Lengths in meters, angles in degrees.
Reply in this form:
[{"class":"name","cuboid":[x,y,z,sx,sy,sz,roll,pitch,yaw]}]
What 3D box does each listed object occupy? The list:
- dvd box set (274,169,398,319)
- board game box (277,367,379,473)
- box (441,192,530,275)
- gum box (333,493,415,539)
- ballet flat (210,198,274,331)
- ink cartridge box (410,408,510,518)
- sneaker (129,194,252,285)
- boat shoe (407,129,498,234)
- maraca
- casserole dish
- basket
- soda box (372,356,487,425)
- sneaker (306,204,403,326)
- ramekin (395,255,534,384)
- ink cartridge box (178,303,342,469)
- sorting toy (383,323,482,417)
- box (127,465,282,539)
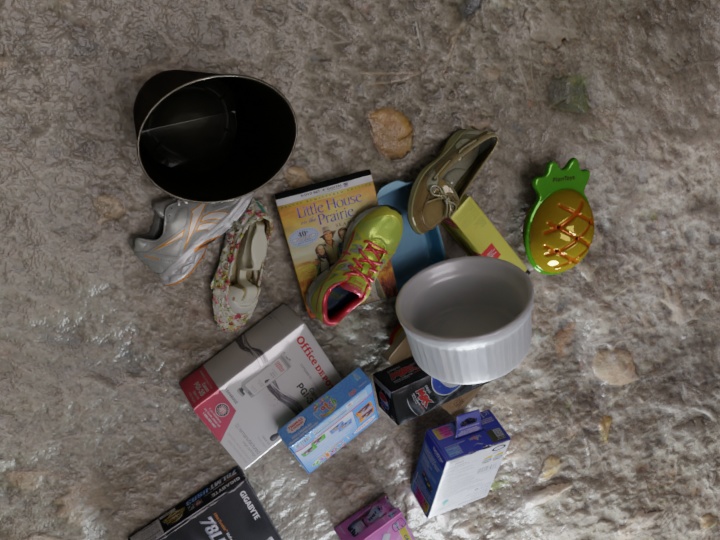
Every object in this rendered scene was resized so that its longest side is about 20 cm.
[{"class":"dvd box set","cuboid":[-0.032,-0.036,1.093,0.145,0.029,0.201,-14,116,-3]},{"class":"board game box","cuboid":[-0.043,0.237,1.144,0.151,0.037,0.200,-37,156,-12]},{"class":"box","cuboid":[0.196,-0.049,1.211,0.050,0.075,0.200,-47,124,-5]},{"class":"gum box","cuboid":[0.042,0.508,1.334,0.113,0.066,0.201,-31,120,-14]},{"class":"ballet flat","cuboid":[-0.164,0.000,1.037,0.075,0.064,0.201,-3,110,-38]},{"class":"ink cartridge box","cuboid":[0.177,0.330,1.301,0.136,0.076,0.201,-12,135,-25]},{"class":"sneaker","cuboid":[-0.221,-0.079,0.978,0.092,0.076,0.200,42,85,-28]},{"class":"boat shoe","cuboid":[0.140,-0.138,1.123,0.201,0.063,0.073,-53,128,-25]},{"class":"maraca","cuboid":[0.336,-0.089,1.252,0.136,0.107,0.201,-12,113,-24]},{"class":"casserole dish","cuboid":[0.064,-0.050,1.160,0.121,0.039,0.201,-29,120,-17]},{"class":"basket","cuboid":[-0.193,-0.172,0.880,0.179,0.200,0.137,-18,116,-21]},{"class":"soda box","cuboid":[0.123,0.165,1.168,0.199,0.071,0.064,-22,116,-20]},{"class":"sneaker","cuboid":[0.000,0.000,1.048,0.078,0.090,0.201,29,105,-20]},{"class":"ramekin","cuboid":[0.157,0.074,1.084,0.200,0.200,0.098,-26,124,-18]},{"class":"ink cartridge box","cuboid":[-0.142,0.170,1.101,0.200,0.083,0.147,-37,121,-11]},{"class":"sorting toy","cuboid":[0.151,0.111,1.247,0.200,0.070,0.199,-50,123,-4]},{"class":"box","cuboid":[-0.232,0.442,1.174,0.198,0.050,0.201,-29,120,-15]}]
